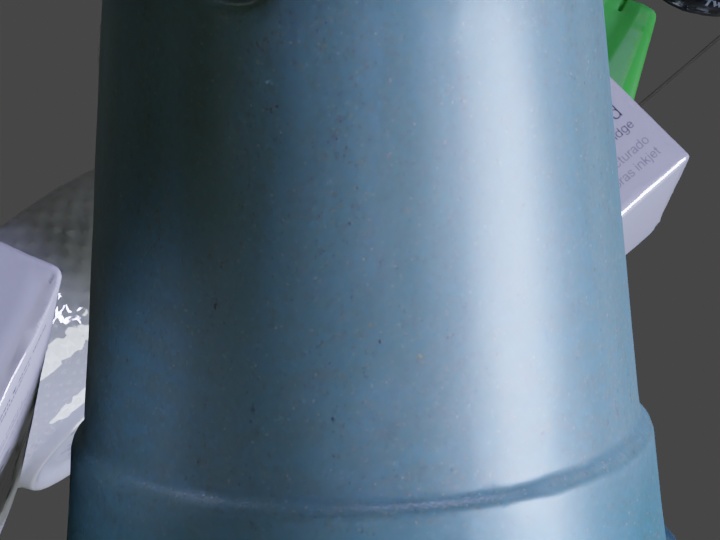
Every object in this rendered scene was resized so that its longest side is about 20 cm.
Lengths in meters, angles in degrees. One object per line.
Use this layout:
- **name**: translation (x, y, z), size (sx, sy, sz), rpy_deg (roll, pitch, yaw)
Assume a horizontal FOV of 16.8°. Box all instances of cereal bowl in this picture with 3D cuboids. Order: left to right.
- **cereal bowl**: translation (-0.147, 0.042, 1.160), size (0.200, 0.083, 0.200), rpy_deg (-42, 171, -9)

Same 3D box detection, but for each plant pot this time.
- **plant pot**: translation (0.000, 0.000, 0.746), size (0.200, 0.200, 0.196), rpy_deg (-25, 117, -62)

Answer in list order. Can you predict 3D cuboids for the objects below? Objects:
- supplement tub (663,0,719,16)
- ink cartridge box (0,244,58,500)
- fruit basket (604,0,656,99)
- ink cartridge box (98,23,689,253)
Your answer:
- **supplement tub**: translation (0.214, -0.231, 1.310), size (0.123, 0.123, 0.200), rpy_deg (-39, 171, -22)
- **ink cartridge box**: translation (-0.177, 0.040, 0.729), size (0.200, 0.147, 0.083), rpy_deg (118, -4, -66)
- **fruit basket**: translation (0.060, -0.067, 1.392), size (0.216, 0.155, 0.216), rpy_deg (-59, 177, -6)
- **ink cartridge box**: translation (0.010, -0.058, 0.994), size (0.147, 0.200, 0.083), rpy_deg (-41, 168, -16)
